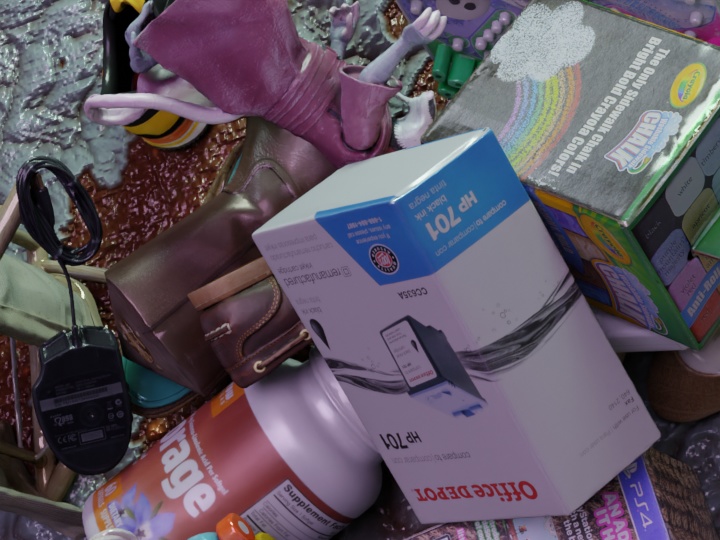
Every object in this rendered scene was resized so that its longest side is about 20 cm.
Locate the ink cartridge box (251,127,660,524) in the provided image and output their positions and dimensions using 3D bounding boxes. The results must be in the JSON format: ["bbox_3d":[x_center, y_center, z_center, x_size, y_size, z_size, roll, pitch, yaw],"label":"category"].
[{"bbox_3d":[0.052,0.035,1.525,0.146,0.086,0.200,-12,110,56],"label":"ink cartridge box"}]

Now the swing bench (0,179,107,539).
[{"bbox_3d":[-0.224,0.053,1.725,0.130,0.199,0.200,8,80,28],"label":"swing bench"}]

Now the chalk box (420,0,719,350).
[{"bbox_3d":[0.159,-0.050,1.523,0.200,0.124,0.124,26,70,39],"label":"chalk box"}]

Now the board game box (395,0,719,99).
[{"bbox_3d":[0.104,-0.163,1.621,0.200,0.200,0.026,0,60,26],"label":"board game box"}]

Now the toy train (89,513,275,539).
[{"bbox_3d":[-0.105,0.230,1.634,0.150,0.200,0.056,-11,45,-13],"label":"toy train"}]

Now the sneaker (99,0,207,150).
[{"bbox_3d":[-0.125,-0.184,1.800,0.070,0.090,0.200,3,78,27],"label":"sneaker"}]

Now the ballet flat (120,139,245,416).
[{"bbox_3d":[-0.093,0.007,1.735,0.068,0.072,0.200,24,76,0],"label":"ballet flat"}]

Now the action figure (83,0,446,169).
[{"bbox_3d":[-0.037,-0.103,1.588,0.200,0.134,0.149,34,82,-6],"label":"action figure"}]

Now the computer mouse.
[{"bbox_3d":[-0.173,0.027,1.645,0.059,0.034,0.200,-10,106,-12],"label":"computer mouse"}]

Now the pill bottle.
[{"bbox_3d":[-0.061,0.124,1.676,0.200,0.112,0.112,-39,63,12],"label":"pill bottle"}]

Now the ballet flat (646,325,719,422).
[{"bbox_3d":[0.237,0.014,1.582,0.200,0.072,0.068,-35,67,15],"label":"ballet flat"}]

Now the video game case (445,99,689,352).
[{"bbox_3d":[0.119,-0.031,1.636,0.200,0.024,0.182,-3,55,32],"label":"video game case"}]

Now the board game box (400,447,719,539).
[{"bbox_3d":[0.111,0.213,1.577,0.200,0.097,0.159,-24,68,19],"label":"board game box"}]

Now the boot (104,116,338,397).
[{"bbox_3d":[-0.094,-0.046,1.672,0.200,0.064,0.186,-41,86,-9],"label":"boot"}]

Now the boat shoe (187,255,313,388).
[{"bbox_3d":[0.000,0.000,1.629,0.200,0.070,0.070,-28,88,-6],"label":"boat shoe"}]

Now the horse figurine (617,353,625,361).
[{"bbox_3d":[0.119,0.039,1.646,0.133,0.050,0.200,26,83,31],"label":"horse figurine"}]
